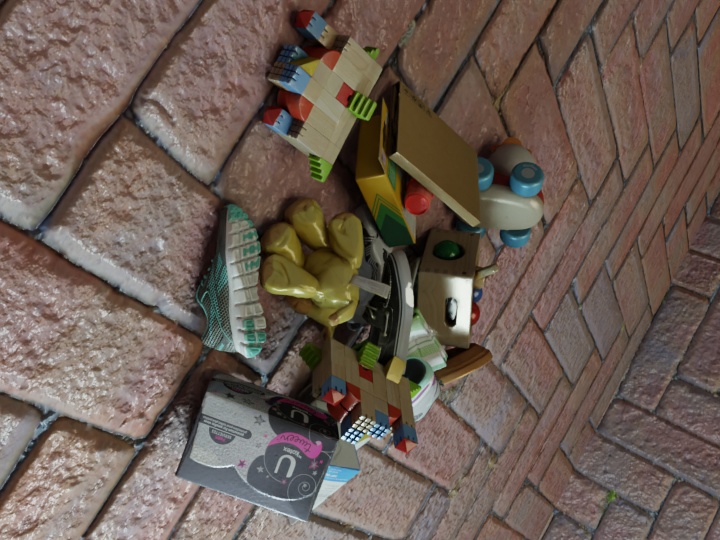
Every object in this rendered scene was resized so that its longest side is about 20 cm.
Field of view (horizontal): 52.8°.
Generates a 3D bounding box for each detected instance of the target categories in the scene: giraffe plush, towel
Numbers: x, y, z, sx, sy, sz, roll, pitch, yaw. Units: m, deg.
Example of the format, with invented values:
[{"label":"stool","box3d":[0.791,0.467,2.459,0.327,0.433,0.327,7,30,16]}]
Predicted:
[{"label":"giraffe plush","box3d":[-0.057,0.016,1.088,0.173,0.198,0.163,-51,172,-24]},{"label":"towel","box3d":[0.065,0.149,1.223,0.148,0.031,0.201,-33,146,1]}]

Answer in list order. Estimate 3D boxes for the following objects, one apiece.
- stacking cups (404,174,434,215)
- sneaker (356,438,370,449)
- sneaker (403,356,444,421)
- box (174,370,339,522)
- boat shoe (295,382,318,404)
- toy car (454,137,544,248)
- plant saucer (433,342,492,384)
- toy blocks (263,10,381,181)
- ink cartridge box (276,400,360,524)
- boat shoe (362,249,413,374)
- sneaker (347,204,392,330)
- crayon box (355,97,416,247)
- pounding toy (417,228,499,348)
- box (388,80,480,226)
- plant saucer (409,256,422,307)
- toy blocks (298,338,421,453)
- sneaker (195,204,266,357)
[{"label":"stacking cups","box3d":[0.102,-0.161,1.181,0.202,0.059,0.061,-69,157,-47]},{"label":"sneaker","box3d":[-0.069,0.322,1.320,0.198,0.073,0.072,-34,95,-21]},{"label":"sneaker","box3d":[0.057,0.237,1.240,0.198,0.079,0.140,-30,143,12]},{"label":"box","box3d":[-0.142,0.246,1.033,0.115,0.197,0.134,-122,-126,-80]},{"label":"boat shoe","box3d":[-0.036,0.184,1.263,0.199,0.073,0.075,-38,142,-24]},{"label":"toy car","box3d":[0.273,-0.184,1.423,0.186,0.173,0.203,85,14,-54]},{"label":"plant saucer","box3d":[0.154,0.184,1.382,0.198,0.198,0.038,-20,88,-45]},{"label":"toy blocks","box3d":[-0.060,-0.244,0.968,0.136,0.099,0.203,30,87,-46]},{"label":"ink cartridge box","box3d":[-0.093,0.319,1.186,0.067,0.117,0.200,18,130,-35]},{"label":"boat shoe","box3d":[0.038,0.070,1.090,0.069,0.072,0.204,-2,108,-11]},{"label":"sneaker","box3d":[0.000,0.000,1.201,0.075,0.113,0.204,-9,83,-61]},{"label":"crayon box","box3d":[0.039,-0.148,1.135,0.201,0.050,0.128,62,26,-50]},{"label":"pounding toy","box3d":[0.183,0.023,1.338,0.185,0.139,0.203,-67,160,-55]},{"label":"box","box3d":[0.119,-0.183,1.144,0.199,0.021,0.166,35,43,-32]},{"label":"plant saucer","box3d":[0.081,0.075,1.338,0.200,0.049,0.205,6,90,-77]},{"label":"toy blocks","box3d":[0.005,0.190,1.043,0.198,0.138,0.100,30,119,-22]},{"label":"sneaker","box3d":[-0.183,0.015,0.969,0.077,0.089,0.205,1,86,-70]}]
